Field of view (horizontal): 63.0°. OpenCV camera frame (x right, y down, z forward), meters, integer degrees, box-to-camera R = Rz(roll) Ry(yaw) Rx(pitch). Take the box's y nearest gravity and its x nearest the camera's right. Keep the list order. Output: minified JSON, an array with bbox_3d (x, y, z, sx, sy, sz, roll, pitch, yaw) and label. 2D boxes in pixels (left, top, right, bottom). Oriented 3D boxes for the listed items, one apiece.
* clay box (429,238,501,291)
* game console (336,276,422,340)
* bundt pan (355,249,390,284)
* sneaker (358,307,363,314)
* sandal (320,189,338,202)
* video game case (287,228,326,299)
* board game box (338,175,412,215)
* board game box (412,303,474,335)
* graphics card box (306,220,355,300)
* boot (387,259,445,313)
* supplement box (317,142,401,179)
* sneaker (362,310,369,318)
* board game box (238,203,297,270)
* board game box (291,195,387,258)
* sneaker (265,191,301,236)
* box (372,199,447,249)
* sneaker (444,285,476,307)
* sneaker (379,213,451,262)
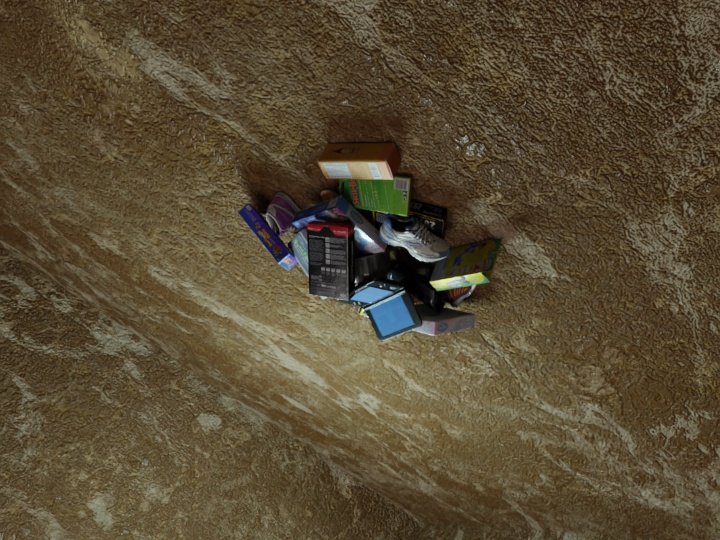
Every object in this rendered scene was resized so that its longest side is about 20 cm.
[{"bbox_3d":[0.288,-0.014,1.571,0.198,0.116,0.048,-11,133,44],"label":"clay box"},{"bbox_3d":[0.050,0.113,1.671,0.170,0.121,0.199,13,153,-34],"label":"game console"},{"bbox_3d":[0.000,0.000,1.709,0.200,0.200,0.077,-12,92,44],"label":"bundt pan"},{"bbox_3d":[0.057,0.103,1.943,0.084,0.079,0.200,20,156,-4],"label":"sneaker"},{"bbox_3d":[-0.056,-0.140,1.685,0.078,0.060,0.207,-10,133,42],"label":"sandal"},{"bbox_3d":[-0.134,-0.014,1.699,0.201,0.023,0.182,57,159,-2],"label":"video game case"},{"bbox_3d":[0.036,-0.204,1.520,0.197,0.030,0.097,10,108,20],"label":"board game box"},{"bbox_3d":[0.206,0.143,1.758,0.198,0.044,0.197,-5,-171,-44],"label":"board game box"},{"bbox_3d":[-0.077,-0.028,1.567,0.124,0.051,0.203,7,109,21],"label":"graphics card box"},{"bbox_3d":[0.172,0.068,1.750,0.199,0.066,0.166,28,154,38],"label":"boot"},{"bbox_3d":[-0.004,-0.272,1.462,0.197,0.067,0.069,8,146,27],"label":"supplement box"},{"bbox_3d":[0.098,0.144,1.857,0.198,0.083,0.077,-5,170,-36],"label":"sneaker"},{"bbox_3d":[-0.277,-0.100,1.780,0.201,0.045,0.135,50,179,12],"label":"board game box"},{"bbox_3d":[-0.057,-0.108,1.626,0.198,0.044,0.198,-12,138,46],"label":"board game box"},{"bbox_3d":[-0.202,-0.126,1.756,0.200,0.115,0.072,40,143,-23],"label":"sneaker"},{"bbox_3d":[0.133,-0.121,1.593,0.197,0.050,0.161,17,144,15],"label":"box"},{"bbox_3d":[0.266,0.027,1.678,0.111,0.078,0.201,32,141,-1],"label":"sneaker"},{"bbox_3d":[0.142,-0.089,1.520,0.197,0.078,0.086,20,143,10],"label":"sneaker"}]
